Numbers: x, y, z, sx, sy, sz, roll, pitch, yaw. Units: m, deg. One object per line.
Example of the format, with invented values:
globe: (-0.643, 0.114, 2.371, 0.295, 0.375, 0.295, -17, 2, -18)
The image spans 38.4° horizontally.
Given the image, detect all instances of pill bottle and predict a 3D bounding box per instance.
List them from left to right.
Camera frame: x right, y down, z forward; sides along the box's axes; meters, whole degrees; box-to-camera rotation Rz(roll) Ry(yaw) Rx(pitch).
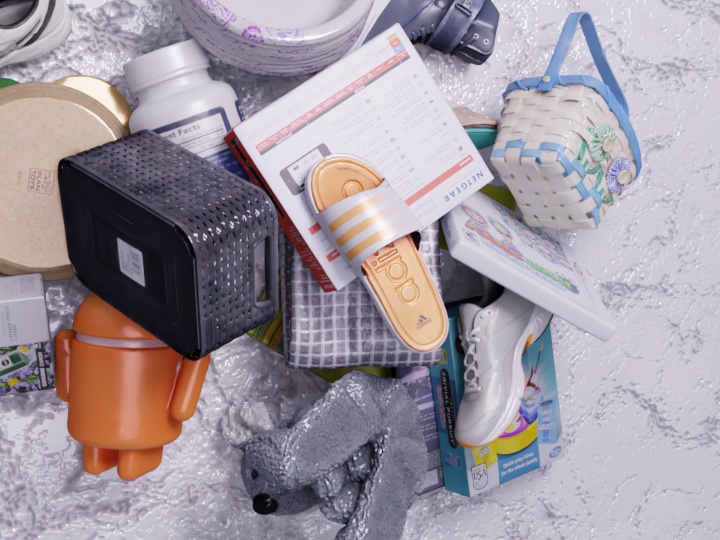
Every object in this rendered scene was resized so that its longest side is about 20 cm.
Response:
pill bottle: (-0.162, -0.119, 1.023, 0.110, 0.111, 0.201, -22, 101, -15)

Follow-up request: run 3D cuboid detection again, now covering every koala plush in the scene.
koala plush: (-0.049, 0.198, 1.059, 0.178, 0.199, 0.184, 52, 49, -15)

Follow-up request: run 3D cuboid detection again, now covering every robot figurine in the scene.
robot figurine: (-0.228, 0.101, 1.021, 0.116, 0.144, 0.202, 1, 95, -34)

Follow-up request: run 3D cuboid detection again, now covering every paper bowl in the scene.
paper bowl: (-0.086, -0.282, 1.013, 0.199, 0.104, 0.202, 5, 67, -12)

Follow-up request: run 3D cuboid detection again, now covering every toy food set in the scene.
toy food set: (-0.314, -0.089, 1.010, 0.197, 0.049, 0.201, -9, 99, -17)

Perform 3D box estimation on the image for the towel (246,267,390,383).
towel: (-0.024, 0.078, 1.128, 0.199, 0.018, 0.086, 32, 86, -18)

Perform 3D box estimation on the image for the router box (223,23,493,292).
router box: (0.000, -0.108, 0.993, 0.200, 0.049, 0.180, -35, 98, -17)

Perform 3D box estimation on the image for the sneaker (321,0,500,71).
sneaker: (0.060, -0.241, 1.100, 0.146, 0.077, 0.203, 37, 83, -15)

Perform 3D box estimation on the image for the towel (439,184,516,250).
towel: (0.081, -0.072, 1.155, 0.199, 0.018, 0.087, 15, 92, -19)

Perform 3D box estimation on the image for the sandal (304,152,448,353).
sandal: (0.029, -0.019, 0.940, 0.079, 0.059, 0.207, -34, 98, -17)

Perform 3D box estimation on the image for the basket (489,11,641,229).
basket: (0.235, -0.153, 1.128, 0.176, 0.138, 0.201, 48, 55, -42)

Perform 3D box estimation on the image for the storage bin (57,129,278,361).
storage bin: (-0.174, -0.027, 0.928, 0.094, 0.199, 0.136, -28, 134, -38)

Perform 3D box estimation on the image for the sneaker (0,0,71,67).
sneaker: (-0.365, -0.213, 0.952, 0.200, 0.088, 0.076, -40, 77, -15)

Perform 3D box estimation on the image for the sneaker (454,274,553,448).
sneaker: (0.127, 0.083, 1.074, 0.092, 0.076, 0.201, 33, 66, -24)

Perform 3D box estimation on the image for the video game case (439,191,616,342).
video game case: (0.166, -0.021, 1.093, 0.199, 0.182, 0.024, 28, 114, -18)

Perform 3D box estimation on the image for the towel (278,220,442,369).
towel: (0.000, 0.000, 1.056, 0.164, 0.086, 0.202, -1, 89, -8)

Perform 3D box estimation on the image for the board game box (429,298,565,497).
board game box: (0.153, 0.132, 1.160, 0.150, 0.047, 0.201, -14, 101, -34)

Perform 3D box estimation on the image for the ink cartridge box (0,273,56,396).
ink cartridge box: (-0.397, 0.071, 0.979, 0.199, 0.050, 0.110, -7, 121, -17)

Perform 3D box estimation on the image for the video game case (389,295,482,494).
video game case: (0.096, 0.139, 1.159, 0.142, 0.019, 0.201, -11, 98, -34)

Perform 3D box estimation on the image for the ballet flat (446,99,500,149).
ballet flat: (0.063, -0.155, 1.114, 0.199, 0.068, 0.068, -14, 75, -25)
